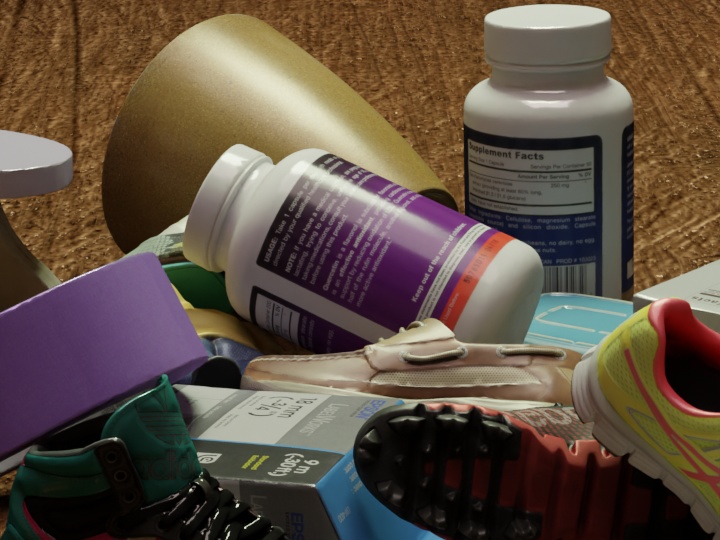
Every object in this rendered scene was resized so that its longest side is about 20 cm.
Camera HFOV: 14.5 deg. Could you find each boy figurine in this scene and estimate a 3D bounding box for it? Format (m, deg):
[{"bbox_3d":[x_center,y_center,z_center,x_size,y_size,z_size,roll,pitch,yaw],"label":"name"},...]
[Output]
[{"bbox_3d":[-0.106,0.052,1.676,0.124,0.065,0.200,4,11,-26],"label":"boy figurine"}]

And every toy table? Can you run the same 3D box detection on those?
[{"bbox_3d":[-0.284,-0.028,1.892,0.200,0.117,0.184,9,18,30],"label":"toy table"}]

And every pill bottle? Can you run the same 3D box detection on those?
[{"bbox_3d":[0.000,0.000,1.670,0.200,0.113,0.112,26,23,14],"label":"pill bottle"},{"bbox_3d":[0.122,-0.067,1.836,0.111,0.200,0.111,-1,15,0],"label":"pill bottle"}]

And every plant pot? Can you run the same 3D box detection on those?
[{"bbox_3d":[-0.037,-0.051,1.882,0.200,0.187,0.186,27,29,35],"label":"plant pot"}]

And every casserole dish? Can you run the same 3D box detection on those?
[{"bbox_3d":[0.154,0.049,1.720,0.200,0.039,0.121,11,20,35],"label":"casserole dish"}]

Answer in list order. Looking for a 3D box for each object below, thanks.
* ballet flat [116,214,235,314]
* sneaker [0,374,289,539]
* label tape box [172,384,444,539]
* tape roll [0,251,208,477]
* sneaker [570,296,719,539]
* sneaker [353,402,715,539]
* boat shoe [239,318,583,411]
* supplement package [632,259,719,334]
[{"bbox_3d":[-0.078,-0.011,1.789,0.200,0.069,0.071,-12,49,17],"label":"ballet flat"},{"bbox_3d":[-0.082,0.113,1.357,0.200,0.121,0.084,3,16,15],"label":"sneaker"},{"bbox_3d":[-0.030,0.113,1.459,0.200,0.063,0.144,3,16,18],"label":"label tape box"},{"bbox_3d":[-0.181,0.064,1.471,0.200,0.066,0.200,-29,-2,-1],"label":"tape roll"},{"bbox_3d":[0.196,0.087,1.364,0.200,0.090,0.078,34,50,6],"label":"sneaker"},{"bbox_3d":[0.088,0.103,1.439,0.200,0.071,0.098,9,8,-14],"label":"sneaker"},{"bbox_3d":[0.034,0.067,1.562,0.200,0.076,0.072,7,59,4],"label":"boat shoe"},{"bbox_3d":[0.249,0.052,1.559,0.109,0.114,0.200,12,21,38],"label":"supplement package"}]
